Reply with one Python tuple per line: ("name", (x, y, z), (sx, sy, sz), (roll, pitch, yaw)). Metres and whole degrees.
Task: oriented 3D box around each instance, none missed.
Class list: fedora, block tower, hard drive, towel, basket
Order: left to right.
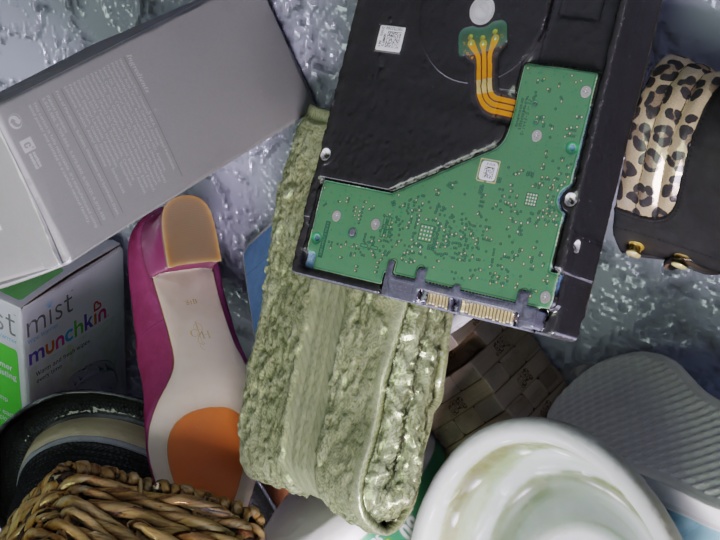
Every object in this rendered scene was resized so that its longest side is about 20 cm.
("basket", (-0.142, 0.218, 0.845), (0.142, 0.149, 0.201), (16, 129, -7))
("fedora", (-0.142, 0.170, 0.964), (0.199, 0.092, 0.202), (6, 123, 10))
("towel", (-0.007, 0.019, 0.818), (0.148, 0.036, 0.201), (12, 92, 56))
("hard drive", (0.055, -0.080, 0.726), (0.139, 0.038, 0.201), (12, 87, 35))
("block tower", (0.089, 0.095, 0.855), (0.200, 0.058, 0.054), (52, 134, 0))

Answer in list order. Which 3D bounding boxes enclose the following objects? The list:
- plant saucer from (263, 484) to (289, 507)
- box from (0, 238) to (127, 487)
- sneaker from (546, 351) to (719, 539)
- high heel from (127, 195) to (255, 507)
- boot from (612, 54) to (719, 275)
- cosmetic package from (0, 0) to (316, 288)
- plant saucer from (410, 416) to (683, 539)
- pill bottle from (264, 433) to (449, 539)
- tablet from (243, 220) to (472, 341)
("plant saucer", (-0.048, 0.153, 1.008), (0.199, 0.037, 0.201), (19, 125, 30))
("box", (-0.251, 0.039, 1.065), (0.199, 0.097, 0.177), (24, 129, 27))
("sneaker", (0.154, 0.100, 0.759), (0.082, 0.074, 0.200), (58, 170, -22))
("high heel", (-0.101, 0.061, 0.933), (0.096, 0.067, 0.201), (146, 115, -70))
("boot", (0.188, 0.006, 0.717), (0.150, 0.073, 0.201), (24, 135, 32))
("cosmetic package", (-0.128, -0.070, 0.835), (0.107, 0.200, 0.091), (-15, 103, 44))
("plant saucer", (0.097, 0.166, 0.747), (0.200, 0.050, 0.201), (3, 93, 54))
("pill bottle", (0.049, 0.187, 0.882), (0.113, 0.113, 0.200), (-29, 105, 44))
("tablet", (0.000, 0.000, 0.855), (0.200, 0.014, 0.131), (-39, 51, 45))
